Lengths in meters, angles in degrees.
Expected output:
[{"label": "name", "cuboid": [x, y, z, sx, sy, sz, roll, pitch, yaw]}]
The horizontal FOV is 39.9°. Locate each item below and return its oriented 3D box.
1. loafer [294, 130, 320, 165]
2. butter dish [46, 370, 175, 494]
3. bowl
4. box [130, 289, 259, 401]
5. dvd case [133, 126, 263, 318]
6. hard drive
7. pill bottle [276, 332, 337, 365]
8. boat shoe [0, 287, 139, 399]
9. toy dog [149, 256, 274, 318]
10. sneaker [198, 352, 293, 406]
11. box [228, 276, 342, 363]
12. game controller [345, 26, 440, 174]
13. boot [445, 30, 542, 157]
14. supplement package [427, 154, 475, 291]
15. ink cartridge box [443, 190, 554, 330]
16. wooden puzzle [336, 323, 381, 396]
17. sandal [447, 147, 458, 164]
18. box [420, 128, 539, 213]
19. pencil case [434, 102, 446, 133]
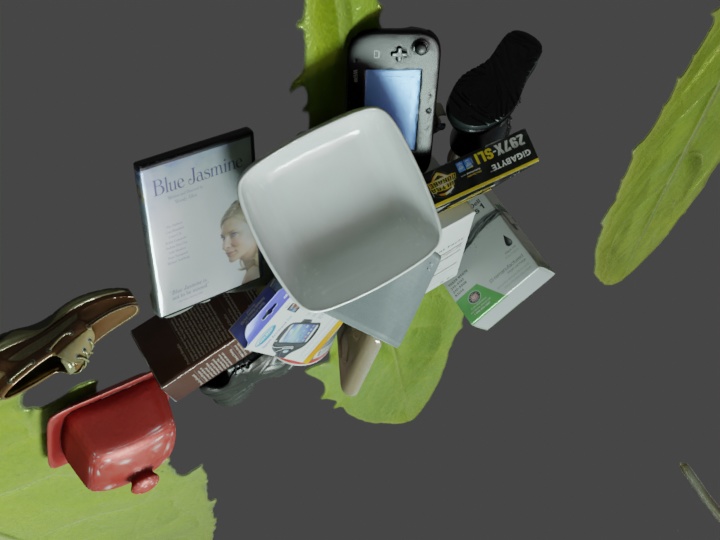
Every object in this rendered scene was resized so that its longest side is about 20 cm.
[{"label": "loafer", "cuboid": [-0.059, -0.096, 1.240, 0.068, 0.076, 0.200, -15, 152, -28]}, {"label": "butter dish", "cuboid": [-0.347, 0.262, 1.469, 0.198, 0.148, 0.200, -24, 156, -29]}, {"label": "bowl", "cuboid": [-0.027, -0.073, 1.130, 0.199, 0.201, 0.075, -28, -159, -2]}, {"label": "box", "cuboid": [-0.201, 0.079, 1.362, 0.199, 0.100, 0.075, -32, 155, -7]}, {"label": "dvd case", "cuboid": [-0.178, -0.053, 1.123, 0.142, 0.018, 0.201, -23, 131, -29]}, {"label": "hard drive", "cuboid": [0.020, 0.009, 1.275, 0.200, 0.033, 0.140, 29, 86, -53]}, {"label": "pill bottle", "cuboid": [-0.077, 0.046, 1.461, 0.115, 0.116, 0.200, -23, 156, -28]}, {"label": "boat shoe", "cuboid": [-0.356, 0.092, 1.195, 0.199, 0.074, 0.076, -28, 158, -18]}, {"label": "toy dog", "cuboid": [-0.176, -0.008, 1.242, 0.199, 0.096, 0.133, 2, 116, -41]}, {"label": "sneaker", "cuboid": [-0.175, 0.146, 1.593, 0.200, 0.076, 0.091, -41, 151, 7]}, {"label": "box", "cuboid": [-0.085, 0.055, 1.274, 0.119, 0.041, 0.200, -48, 154, 7]}, {"label": "game controller", "cuboid": [0.034, -0.187, 1.137, 0.103, 0.042, 0.201, -7, 133, -10]}, {"label": "boot", "cuboid": [0.156, -0.197, 1.290, 0.200, 0.076, 0.169, -53, 170, -35]}, {"label": "supplement package", "cuboid": [0.076, -0.056, 1.466, 0.119, 0.122, 0.200, -28, 158, -16]}, {"label": "ink cartridge box", "cuboid": [0.189, -0.030, 1.585, 0.146, 0.201, 0.084, -42, 155, 16]}, {"label": "wooden puzzle", "cuboid": [-0.001, 0.061, 1.489, 0.046, 0.201, 0.186, -1, 148, -15]}, {"label": "sandal", "cuboid": [0.161, -0.139, 1.492, 0.081, 0.055, 0.201, -17, 143, -40]}, {"label": "box", "cuboid": [0.121, -0.110, 1.267, 0.159, 0.050, 0.200, -23, 179, -11]}, {"label": "pencil case", "cuboid": [0.025, -0.141, 1.267, 0.089, 0.078, 0.200, 12, 133, -34]}]
